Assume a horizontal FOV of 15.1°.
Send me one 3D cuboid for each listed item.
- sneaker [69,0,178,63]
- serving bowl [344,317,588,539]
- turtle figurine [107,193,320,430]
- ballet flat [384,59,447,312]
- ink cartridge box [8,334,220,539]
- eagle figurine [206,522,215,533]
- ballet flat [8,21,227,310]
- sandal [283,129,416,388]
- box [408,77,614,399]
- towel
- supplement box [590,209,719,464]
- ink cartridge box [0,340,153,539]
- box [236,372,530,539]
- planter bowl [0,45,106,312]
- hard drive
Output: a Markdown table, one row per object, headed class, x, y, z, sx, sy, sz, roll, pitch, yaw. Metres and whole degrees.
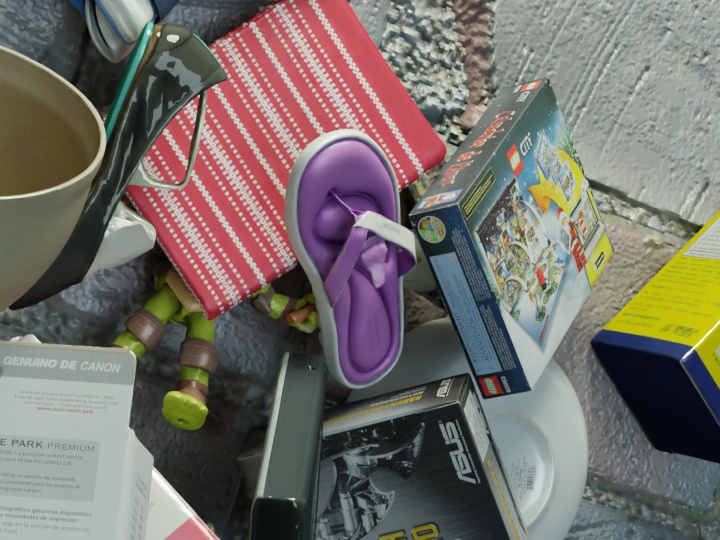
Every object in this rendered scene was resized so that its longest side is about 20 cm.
| class | x | y | z | sx | sy | sz | roll | pitch | yaw |
| --- | --- | --- | --- | --- | --- | --- | --- | --- | --- |
| sneaker | -0.110 | -0.187 | 1.681 | 0.199 | 0.080 | 0.147 | 25 | 84 | -31 |
| serving bowl | 0.080 | 0.134 | 1.845 | 0.199 | 0.066 | 0.201 | -5 | 99 | -32 |
| turtle figurine | -0.114 | 0.008 | 1.710 | 0.200 | 0.064 | 0.162 | 33 | 63 | -19 |
| ballet flat | 0.019 | -0.042 | 1.784 | 0.072 | 0.072 | 0.201 | -32 | 105 | -24 |
| ink cartridge box | -0.184 | 0.161 | 1.608 | 0.146 | 0.083 | 0.200 | -40 | 74 | -14 |
| eagle figurine | -0.162 | 0.239 | 1.693 | 0.200 | 0.151 | 0.152 | -34 | 70 | 7 |
| ballet flat | -0.143 | -0.051 | 1.627 | 0.068 | 0.068 | 0.201 | 29 | 99 | -11 |
| sandal | 0.006 | -0.004 | 1.691 | 0.082 | 0.050 | 0.203 | -37 | 138 | -23 |
| box | 0.103 | -0.024 | 1.795 | 0.137 | 0.038 | 0.200 | 67 | 30 | -19 |
| towel | -0.056 | -0.080 | 1.703 | 0.200 | 0.022 | 0.145 | -35 | 92 | -21 |
| supplement box | 0.283 | 0.032 | 1.931 | 0.200 | 0.109 | 0.110 | -43 | 115 | -20 |
| ink cartridge box | -0.222 | 0.132 | 1.526 | 0.199 | 0.084 | 0.177 | 4 | 74 | 5 |
| box | 0.028 | 0.180 | 1.774 | 0.158 | 0.048 | 0.201 | -15 | 109 | 16 |
| planter bowl | -0.257 | -0.037 | 1.560 | 0.199 | 0.200 | 0.135 | -3 | 125 | -31 |
| hard drive | -0.045 | 0.154 | 1.639 | 0.033 | 0.200 | 0.140 | 5 | 113 | 1 |
